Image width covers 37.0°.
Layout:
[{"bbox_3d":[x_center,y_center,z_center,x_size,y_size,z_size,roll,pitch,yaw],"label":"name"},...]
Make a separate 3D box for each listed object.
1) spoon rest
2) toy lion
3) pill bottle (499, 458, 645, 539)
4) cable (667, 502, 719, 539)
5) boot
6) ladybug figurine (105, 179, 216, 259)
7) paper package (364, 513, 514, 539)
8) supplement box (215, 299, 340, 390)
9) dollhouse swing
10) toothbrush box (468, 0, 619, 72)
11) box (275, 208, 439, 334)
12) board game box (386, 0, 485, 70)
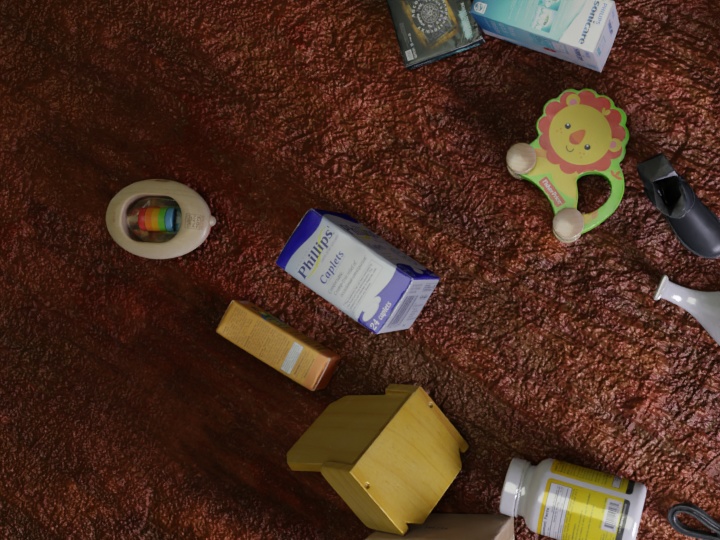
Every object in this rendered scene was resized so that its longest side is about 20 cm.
[{"bbox_3d":[0.530,0.060,1.594,0.200,0.061,0.100,25,97,2],"label":"spoon rest"},{"bbox_3d":[0.335,-0.171,1.655,0.192,0.069,0.200,-34,79,5],"label":"toy lion"},{"bbox_3d":[0.315,0.347,1.605,0.200,0.112,0.113,14,92,17],"label":"pill bottle"},{"bbox_3d":[0.559,0.392,1.588,0.200,0.050,0.097,4,106,29],"label":"cable"},{"bbox_3d":[0.463,-0.088,1.535,0.066,0.200,0.165,-41,78,12],"label":"boot"},{"bbox_3d":[-0.336,-0.086,1.841,0.199,0.072,0.136,7,90,17],"label":"ladybug figurine"},{"bbox_3d":[0.124,0.434,1.626,0.199,0.191,0.104,-4,90,18],"label":"paper package"},{"bbox_3d":[-0.136,0.122,1.778,0.200,0.067,0.069,28,96,15],"label":"supplement box"},{"bbox_3d":[0.020,0.297,1.680,0.182,0.200,0.176,51,140,-9],"label":"dollhouse swing"},{"bbox_3d":[0.282,-0.382,1.628,0.200,0.146,0.085,21,95,15],"label":"toothbrush box"},{"bbox_3d":[0.000,0.000,1.680,0.200,0.184,0.105,34,99,14],"label":"box"},{"bbox_3d":[0.111,-0.441,1.741,0.135,0.028,0.201,-17,83,15],"label":"board game box"}]
